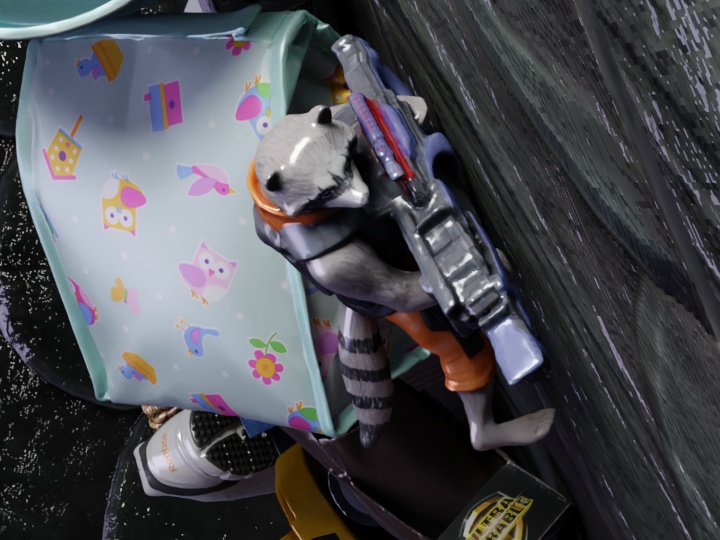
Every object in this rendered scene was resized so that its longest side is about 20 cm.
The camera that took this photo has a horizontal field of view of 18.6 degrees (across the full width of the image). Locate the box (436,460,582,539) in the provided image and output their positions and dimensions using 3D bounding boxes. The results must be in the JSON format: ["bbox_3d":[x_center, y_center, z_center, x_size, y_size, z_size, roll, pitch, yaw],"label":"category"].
[{"bbox_3d":[0.041,0.215,1.106,0.046,0.200,0.159,31,158,31],"label":"box"}]

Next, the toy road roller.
[{"bbox_3d":[0.020,0.183,1.282,0.200,0.146,0.123,54,-167,6],"label":"toy road roller"}]

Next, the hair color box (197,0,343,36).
[{"bbox_3d":[-0.043,-0.117,1.195,0.200,0.060,0.099,70,174,-57],"label":"hair color box"}]

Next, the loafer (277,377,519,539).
[{"bbox_3d":[0.011,0.092,1.178,0.200,0.073,0.071,33,172,7],"label":"loafer"}]

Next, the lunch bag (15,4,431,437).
[{"bbox_3d":[-0.068,-0.035,1.075,0.170,0.122,0.201,4,119,36],"label":"lunch bag"}]

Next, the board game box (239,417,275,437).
[{"bbox_3d":[-0.028,0.031,1.362,0.035,0.135,0.200,64,176,-16],"label":"board game box"}]

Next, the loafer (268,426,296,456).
[{"bbox_3d":[0.007,0.149,1.381,0.072,0.073,0.201,-30,-80,-75],"label":"loafer"}]

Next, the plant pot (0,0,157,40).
[{"bbox_3d":[-0.135,-0.204,1.022,0.201,0.200,0.188,65,-170,1],"label":"plant pot"}]

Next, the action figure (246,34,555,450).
[{"bbox_3d":[0.013,0.009,0.923,0.194,0.104,0.200,56,-174,-43],"label":"action figure"}]

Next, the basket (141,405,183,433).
[{"bbox_3d":[-0.088,0.040,1.631,0.200,0.142,0.149,-64,-35,-38],"label":"basket"}]

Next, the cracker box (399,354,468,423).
[{"bbox_3d":[0.054,0.125,1.414,0.134,0.058,0.201,178,66,-85],"label":"cracker box"}]

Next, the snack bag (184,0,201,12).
[{"bbox_3d":[-0.114,-0.109,1.367,0.189,0.021,0.200,-94,23,-55],"label":"snack bag"}]

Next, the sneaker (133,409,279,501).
[{"bbox_3d":[-0.065,0.112,1.433,0.200,0.080,0.074,7,-119,-49],"label":"sneaker"}]
